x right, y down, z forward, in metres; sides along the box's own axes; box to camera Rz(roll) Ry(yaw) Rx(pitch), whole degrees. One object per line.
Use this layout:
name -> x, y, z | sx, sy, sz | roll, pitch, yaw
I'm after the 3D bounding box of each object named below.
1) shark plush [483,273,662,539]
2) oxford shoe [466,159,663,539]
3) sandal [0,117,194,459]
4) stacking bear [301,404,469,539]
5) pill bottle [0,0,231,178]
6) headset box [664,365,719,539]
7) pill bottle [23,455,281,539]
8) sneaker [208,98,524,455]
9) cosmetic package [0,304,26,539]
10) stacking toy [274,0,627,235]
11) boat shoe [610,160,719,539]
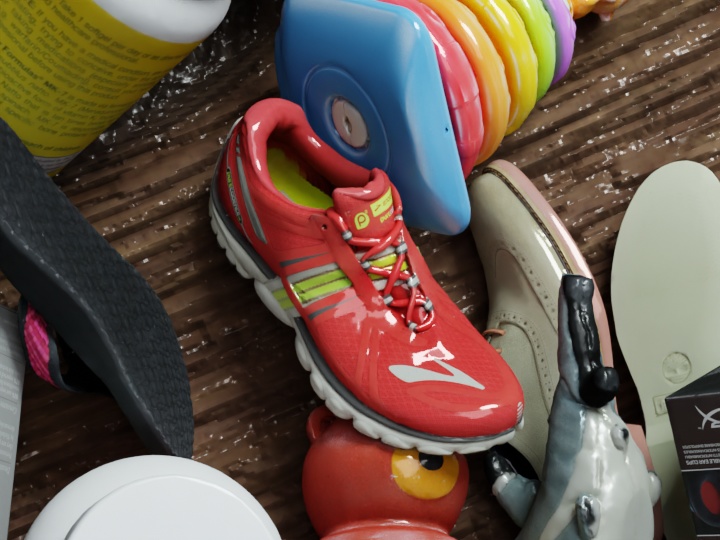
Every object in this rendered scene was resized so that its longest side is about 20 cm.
shark plush -> 0.083, 0.106, 0.798 | 0.091, 0.083, 0.202 | -26, 118, -45
oxford shoe -> 0.081, 0.046, 0.855 | 0.073, 0.071, 0.202 | -17, 81, -11
sandal -> -0.130, 0.014, 0.781 | 0.045, 0.201, 0.075 | -21, 39, 15
stacking bear -> 0.013, 0.157, 0.793 | 0.120, 0.114, 0.202 | 9, 64, -21
pill bottle -> -0.127, -0.122, 0.764 | 0.114, 0.199, 0.115 | 33, 38, -30
headset box -> 0.225, 0.131, 0.816 | 0.148, 0.075, 0.202 | -21, 98, -49
pill bottle -> -0.088, 0.136, 0.723 | 0.111, 0.200, 0.113 | 3, 77, -13
sneaker -> 0.000, 0.000, 0.802 | 0.077, 0.085, 0.200 | -27, 61, -37
cosmetic package -> -0.209, 0.109, 0.743 | 0.106, 0.090, 0.202 | 1, 79, 18
stacking toy -> 0.065, -0.114, 0.873 | 0.199, 0.109, 0.117 | -33, 122, -30
boat shoe -> 0.172, 0.047, 0.882 | 0.062, 0.071, 0.202 | 15, 65, -54
